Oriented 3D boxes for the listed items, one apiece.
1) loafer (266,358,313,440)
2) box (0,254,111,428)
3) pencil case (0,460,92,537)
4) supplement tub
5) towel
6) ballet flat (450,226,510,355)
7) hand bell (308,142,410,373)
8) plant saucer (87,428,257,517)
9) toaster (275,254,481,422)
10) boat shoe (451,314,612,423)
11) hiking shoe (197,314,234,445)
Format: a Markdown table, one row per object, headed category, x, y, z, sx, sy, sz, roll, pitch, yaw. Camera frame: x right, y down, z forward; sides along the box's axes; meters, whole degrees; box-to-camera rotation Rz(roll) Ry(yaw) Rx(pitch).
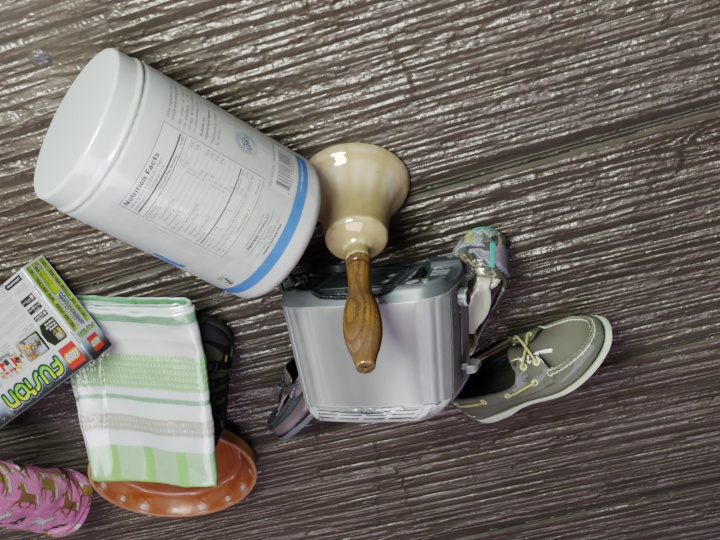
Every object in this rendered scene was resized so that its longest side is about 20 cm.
| category | x | y | z | sx | sy | sz | roll | pitch | yaw |
| --- | --- | --- | --- | --- | --- | --- | --- | --- | --- |
| loafer | -0.049 | 0.098 | 1.130 | 0.063 | 0.072 | 0.200 | 34 | 123 | -11 |
| box | -0.345 | 0.081 | 1.057 | 0.199 | 0.035 | 0.111 | -33 | 99 | 29 |
| pencil case | -0.383 | 0.257 | 1.213 | 0.085 | 0.084 | 0.200 | 12 | 171 | 23 |
| supplement tub | -0.142 | -0.072 | 0.864 | 0.199 | 0.133 | 0.132 | 28 | 130 | -31 |
| towel | -0.219 | 0.123 | 1.067 | 0.147 | 0.031 | 0.203 | 1 | 111 | 16 |
| ballet flat | 0.097 | 0.045 | 1.069 | 0.071 | 0.073 | 0.201 | 6 | 139 | -11 |
| hand bell | 0.000 | 0.000 | 0.906 | 0.102 | 0.202 | 0.105 | -3 | 140 | -3 |
| plant saucer | -0.221 | 0.232 | 1.284 | 0.197 | 0.033 | 0.202 | -2 | 140 | -2 |
| toaster | 0.012 | 0.064 | 1.002 | 0.197 | 0.114 | 0.131 | -4 | 103 | 22 |
| boat shoe | 0.173 | 0.101 | 1.137 | 0.060 | 0.073 | 0.201 | 23 | 136 | -35 |
| hiking shoe | -0.164 | 0.129 | 1.116 | 0.075 | 0.102 | 0.201 | -4 | 140 | -3 |
